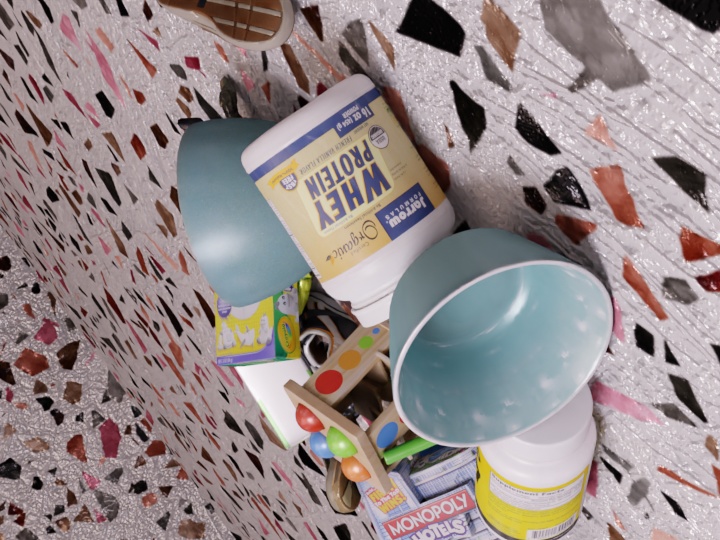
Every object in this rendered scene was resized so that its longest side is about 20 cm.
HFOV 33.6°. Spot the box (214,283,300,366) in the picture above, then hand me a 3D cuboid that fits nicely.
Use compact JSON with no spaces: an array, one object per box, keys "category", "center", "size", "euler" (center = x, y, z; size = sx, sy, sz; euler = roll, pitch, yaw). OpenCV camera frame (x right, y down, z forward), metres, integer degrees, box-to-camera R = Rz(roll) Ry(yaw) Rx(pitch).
[{"category":"box","center":[-0.129,0.013,1.465],"size":[0.117,0.048,0.202],"euler":[-12,76,44]}]

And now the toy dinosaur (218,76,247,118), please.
[{"category":"toy dinosaur","center":[-0.123,-0.129,1.407],"size":[0.200,0.047,0.088],"euler":[53,152,-6]}]

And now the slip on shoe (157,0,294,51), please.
[{"category":"slip on shoe","center":[-0.127,-0.263,1.196],"size":[0.199,0.077,0.060],"euler":[23,-176,40]}]

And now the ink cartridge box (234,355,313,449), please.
[{"category":"ink cartridge box","center":[-0.105,0.136,1.618],"size":[0.146,0.084,0.200],"euler":[58,-179,-9]}]

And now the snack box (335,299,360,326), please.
[{"category":"snack box","center":[0.000,0.000,1.364],"size":[0.072,0.024,0.200],"euler":[48,158,10]}]

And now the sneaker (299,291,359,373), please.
[{"category":"sneaker","center":[-0.053,0.082,1.530],"size":[0.079,0.079,0.200],"euler":[61,160,-19]}]

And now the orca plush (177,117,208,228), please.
[{"category":"orca plush","center":[-0.172,-0.100,1.398],"size":[0.071,0.105,0.201],"euler":[58,173,51]}]

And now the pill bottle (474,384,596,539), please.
[{"category":"pill bottle","center":[0.168,0.176,1.154],"size":[0.114,0.114,0.201],"euler":[42,155,29]}]

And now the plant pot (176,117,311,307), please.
[{"category":"plant pot","center":[-0.087,-0.074,1.254],"size":[0.200,0.134,0.202],"euler":[-13,-90,-74]}]

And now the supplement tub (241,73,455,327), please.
[{"category":"supplement tub","center":[-0.002,-0.063,1.108],"size":[0.201,0.144,0.144],"euler":[56,159,-6]}]

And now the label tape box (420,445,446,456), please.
[{"category":"label tape box","center":[0.100,0.304,1.559],"size":[0.144,0.063,0.201],"euler":[29,147,49]}]

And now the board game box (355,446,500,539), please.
[{"category":"board game box","center":[0.087,0.277,1.414],"size":[0.199,0.062,0.200],"euler":[-30,98,33]}]

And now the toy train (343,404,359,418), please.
[{"category":"toy train","center":[-0.030,0.219,1.754],"size":[0.046,0.034,0.200],"euler":[39,157,4]}]

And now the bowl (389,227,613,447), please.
[{"category":"bowl","center":[0.104,0.043,1.024],"size":[0.105,0.200,0.202],"euler":[-119,10,-48]}]

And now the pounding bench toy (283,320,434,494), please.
[{"category":"pounding bench toy","center":[0.036,0.166,1.335],"size":[0.199,0.156,0.125],"euler":[30,156,38]}]

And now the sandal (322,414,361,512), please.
[{"category":"sandal","center":[-0.025,0.238,1.471],"size":[0.200,0.054,0.081],"euler":[-62,-49,-71]}]

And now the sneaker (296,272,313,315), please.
[{"category":"sneaker","center":[-0.117,0.016,1.537],"size":[0.083,0.075,0.200],"euler":[17,171,-22]}]
